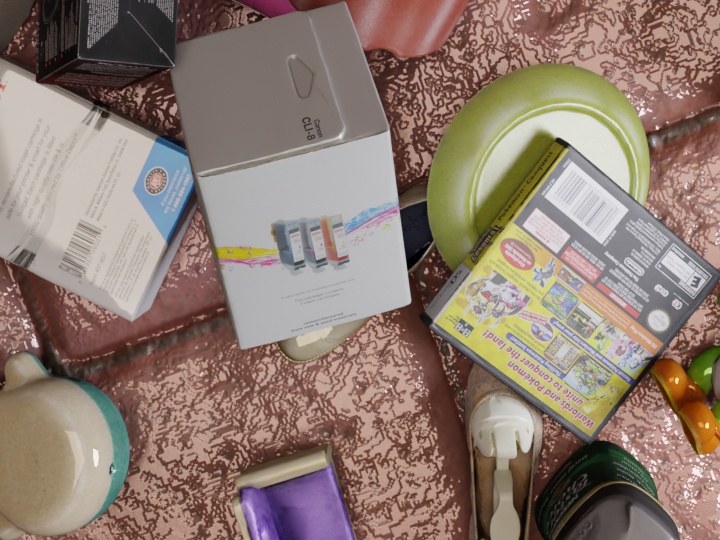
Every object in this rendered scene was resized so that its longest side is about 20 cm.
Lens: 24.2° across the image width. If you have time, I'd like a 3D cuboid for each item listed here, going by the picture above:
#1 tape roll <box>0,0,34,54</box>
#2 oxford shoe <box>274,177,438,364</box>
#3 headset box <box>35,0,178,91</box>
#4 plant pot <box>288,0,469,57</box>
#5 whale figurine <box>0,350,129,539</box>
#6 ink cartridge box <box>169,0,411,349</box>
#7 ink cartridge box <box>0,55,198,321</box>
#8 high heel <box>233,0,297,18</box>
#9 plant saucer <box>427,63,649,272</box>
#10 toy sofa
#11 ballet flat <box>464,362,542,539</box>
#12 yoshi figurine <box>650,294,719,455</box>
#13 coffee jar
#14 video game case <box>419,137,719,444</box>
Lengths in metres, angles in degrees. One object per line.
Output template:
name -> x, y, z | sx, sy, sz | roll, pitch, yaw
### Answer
tape roll -> -0.370, -0.202, 1.314 | 0.139, 0.203, 0.203 | 42, 96, -3
oxford shoe -> 0.000, 0.000, 1.381 | 0.071, 0.074, 0.200 | 42, 96, -2
headset box -> -0.194, -0.219, 1.267 | 0.076, 0.200, 0.151 | 3, 88, -19
plant pot -> 0.035, -0.284, 1.277 | 0.199, 0.201, 0.196 | 25, 126, 0
whale figurine -> -0.282, 0.145, 1.412 | 0.198, 0.103, 0.161 | 8, 97, 27
ink cartridge box -> -0.053, -0.070, 1.260 | 0.143, 0.146, 0.201 | -14, 140, -5
ink cartridge box -> -0.239, -0.070, 1.379 | 0.198, 0.084, 0.147 | 27, 96, 0
high heel -> -0.089, -0.251, 1.351 | 0.096, 0.067, 0.200 | -38, 98, 27
plant saucer -> 0.151, -0.064, 1.349 | 0.198, 0.031, 0.202 | -7, 111, -18
toy sofa -> -0.038, 0.254, 1.399 | 0.082, 0.098, 0.202 | -16, 94, 5
ballet flat -> 0.121, 0.165, 1.397 | 0.067, 0.067, 0.203 | -3, 96, 2
yoshi figurine -> 0.338, 0.061, 1.359 | 0.198, 0.112, 0.113 | -27, 88, 2
coffee jar -> 0.194, 0.206, 1.331 | 0.085, 0.200, 0.105 | 40, 96, -2
video game case -> 0.173, 0.020, 1.357 | 0.199, 0.026, 0.181 | 36, 95, -29
